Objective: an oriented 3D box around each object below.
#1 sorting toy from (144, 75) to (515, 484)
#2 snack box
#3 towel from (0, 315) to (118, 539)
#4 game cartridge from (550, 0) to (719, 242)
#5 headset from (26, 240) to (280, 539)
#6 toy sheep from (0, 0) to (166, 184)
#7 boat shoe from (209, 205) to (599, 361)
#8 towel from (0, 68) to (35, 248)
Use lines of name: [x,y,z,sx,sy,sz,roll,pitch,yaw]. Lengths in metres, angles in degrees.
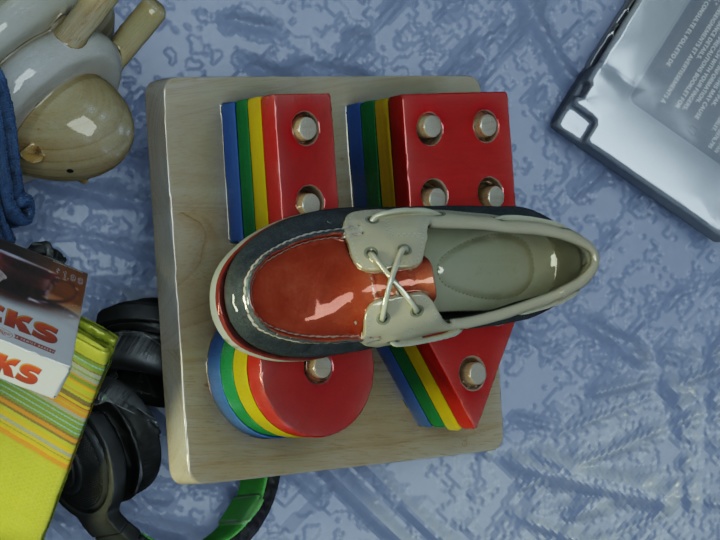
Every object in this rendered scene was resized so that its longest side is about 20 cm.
sorting toy: [0.000,0.000,1.256,0.199,0.069,0.200,-4,90,-37]
snack box: [-0.220,-0.007,1.112,0.199,0.072,0.024,23,124,-14]
towel: [-0.183,0.092,1.220,0.086,0.018,0.201,29,122,10]
game cartridge: [0.208,-0.124,1.356,0.133,0.040,0.200,34,83,-5]
headset: [-0.111,0.061,1.244,0.200,0.094,0.124,45,55,-21]
toy sheep: [-0.185,-0.118,1.232,0.138,0.138,0.200,-41,68,-9]
boat shoe: [0.022,0.004,1.191,0.199,0.062,0.072,-5,93,-35]
towel: [-0.249,-0.073,1.184,0.049,0.199,0.112,-46,141,-41]
